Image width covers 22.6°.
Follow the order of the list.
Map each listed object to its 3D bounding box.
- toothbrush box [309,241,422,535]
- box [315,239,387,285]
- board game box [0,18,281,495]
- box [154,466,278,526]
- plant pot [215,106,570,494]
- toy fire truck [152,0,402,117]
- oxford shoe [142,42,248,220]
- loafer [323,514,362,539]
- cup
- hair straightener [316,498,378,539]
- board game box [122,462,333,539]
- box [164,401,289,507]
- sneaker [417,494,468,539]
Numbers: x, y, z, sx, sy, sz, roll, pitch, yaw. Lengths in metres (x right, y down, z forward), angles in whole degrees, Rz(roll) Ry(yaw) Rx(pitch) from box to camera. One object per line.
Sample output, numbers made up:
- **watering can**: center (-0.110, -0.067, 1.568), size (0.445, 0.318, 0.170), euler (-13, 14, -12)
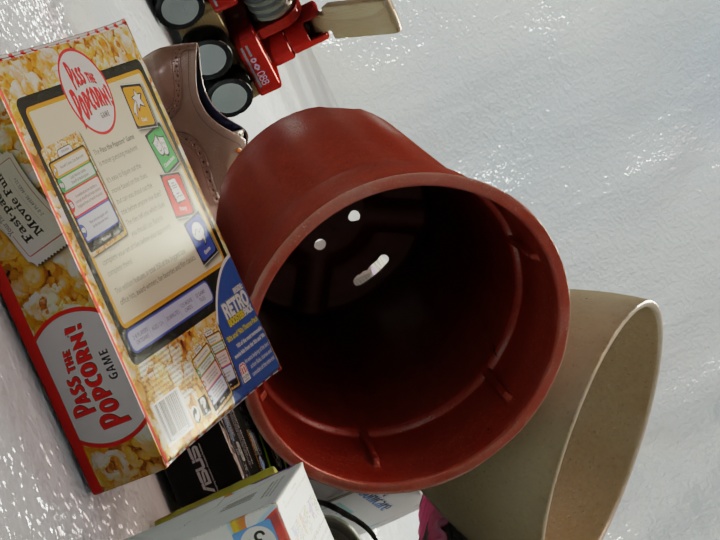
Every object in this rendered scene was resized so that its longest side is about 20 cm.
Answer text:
- **toothbrush box**: center (-0.027, 0.091, 1.376), size (0.146, 0.085, 0.202), euler (50, 17, -70)
- **box**: center (0.006, 0.013, 1.366), size (0.039, 0.041, 0.200), euler (67, 8, 16)
- **board game box**: center (-0.121, -0.014, 0.877), size (0.202, 0.046, 0.151), euler (67, 22, -6)
- **box**: center (-0.036, 0.188, 0.965), size (0.201, 0.075, 0.050), euler (60, 7, -48)
- **plant pot**: center (0.000, 0.000, 1.103), size (0.202, 0.199, 0.195), euler (64, -5, -29)
- **toy fire truck**: center (-0.079, -0.248, 1.655), size (0.129, 0.198, 0.177), euler (-108, 173, -46)
- **oxford shoe**: center (-0.107, -0.065, 1.291), size (0.071, 0.072, 0.202), euler (-92, 159, -77)
- **loafer**: center (0.012, 0.253, 1.211), size (0.202, 0.071, 0.063), euler (64, -2, -2)
- **cup**: center (0.099, 0.095, 1.198), size (0.200, 0.142, 0.202), euler (-47, 147, -45)
- **hair straightener**: center (0.003, 0.239, 1.153), size (0.076, 0.041, 0.202), euler (-5, 66, -48)
- **board game box**: center (-0.036, 0.200, 0.753), size (0.105, 0.102, 0.202), euler (-28, 95, -85)
- **box**: center (-0.103, 0.040, 1.061), size (0.193, 0.047, 0.202), euler (42, 25, -83)
- **sneaker**: center (0.086, 0.191, 1.271), size (0.201, 0.094, 0.080), euler (-75, -177, -61)
